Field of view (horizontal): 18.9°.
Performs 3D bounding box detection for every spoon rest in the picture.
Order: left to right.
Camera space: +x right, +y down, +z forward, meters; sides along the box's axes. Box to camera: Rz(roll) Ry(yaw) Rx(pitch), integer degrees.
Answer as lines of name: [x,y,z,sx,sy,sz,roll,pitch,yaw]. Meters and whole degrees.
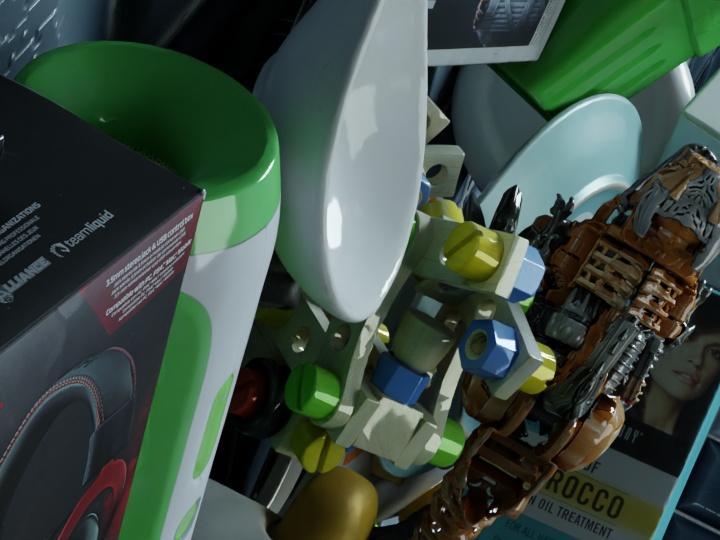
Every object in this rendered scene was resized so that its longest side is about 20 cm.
spoon rest: [-0.004,-0.076,0.613,0.099,0.060,0.200,-60,146,-50]

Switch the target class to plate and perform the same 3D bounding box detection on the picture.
plate: [0.076,0.014,0.974,0.200,0.026,0.200,-43,154,-28]

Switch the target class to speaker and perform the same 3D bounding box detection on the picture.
speaker: [-0.081,0.036,0.627,0.088,0.088,0.200,-50,162,-52]

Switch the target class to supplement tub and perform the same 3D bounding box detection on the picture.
supplement tub: [0.125,-0.074,1.227,0.132,0.132,0.200,-64,168,-3]

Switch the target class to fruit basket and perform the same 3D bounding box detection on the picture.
fruit basket: [0.111,-0.175,0.944,0.216,0.155,0.216,-45,170,-10]

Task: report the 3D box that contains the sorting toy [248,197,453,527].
sorting toy: [-0.010,0.068,1.018,0.180,0.107,0.200,-16,131,-65]

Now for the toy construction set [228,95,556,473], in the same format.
toy construction set: [0.000,0.000,0.804,0.131,0.092,0.200,-55,-158,17]

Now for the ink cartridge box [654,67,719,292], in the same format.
ink cartridge box: [0.189,-0.022,1.098,0.145,0.084,0.200,-45,163,-44]

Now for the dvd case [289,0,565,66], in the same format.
dvd case: [0.053,-0.143,0.754,0.151,0.025,0.200,-66,163,16]

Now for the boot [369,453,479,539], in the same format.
boot: [0.070,0.136,1.044,0.174,0.069,0.200,-33,155,4]

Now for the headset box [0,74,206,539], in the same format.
headset box: [-0.118,0.056,0.510,0.149,0.075,0.200,-43,156,-51]

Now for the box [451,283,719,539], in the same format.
box: [0.091,0.093,0.911,0.049,0.082,0.200,80,35,-69]

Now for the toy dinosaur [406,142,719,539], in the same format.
toy dinosaur: [0.069,0.032,0.821,0.200,0.102,0.136,-35,-166,16]

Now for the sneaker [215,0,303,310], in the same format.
sneaker: [-0.023,-0.044,0.742,0.200,0.079,0.076,-52,164,-52]

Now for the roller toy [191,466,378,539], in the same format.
roller toy: [-0.068,0.182,0.873,0.200,0.139,0.183,-52,164,-49]
